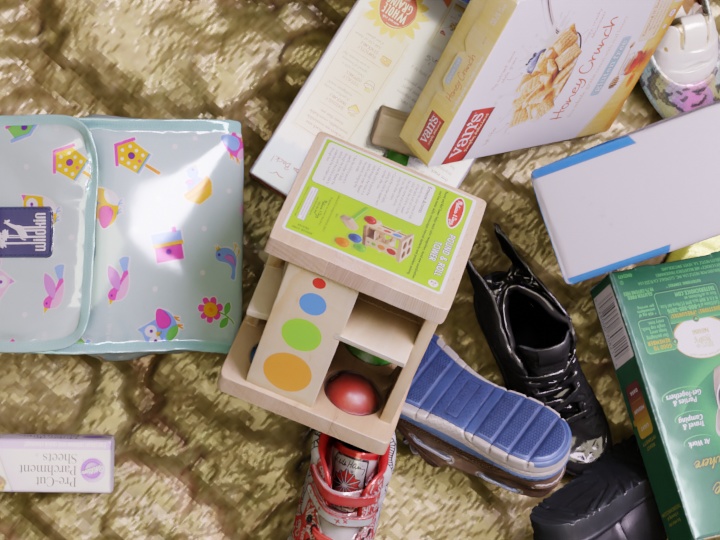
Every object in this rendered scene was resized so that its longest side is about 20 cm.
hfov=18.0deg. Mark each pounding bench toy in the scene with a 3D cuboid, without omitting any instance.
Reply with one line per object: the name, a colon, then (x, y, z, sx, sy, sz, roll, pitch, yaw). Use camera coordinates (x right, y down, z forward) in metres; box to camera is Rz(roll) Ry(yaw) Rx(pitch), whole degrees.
pounding bench toy: (0.000, 0.000, 1.555, 0.124, 0.200, 0.156, 22, 130, 0)

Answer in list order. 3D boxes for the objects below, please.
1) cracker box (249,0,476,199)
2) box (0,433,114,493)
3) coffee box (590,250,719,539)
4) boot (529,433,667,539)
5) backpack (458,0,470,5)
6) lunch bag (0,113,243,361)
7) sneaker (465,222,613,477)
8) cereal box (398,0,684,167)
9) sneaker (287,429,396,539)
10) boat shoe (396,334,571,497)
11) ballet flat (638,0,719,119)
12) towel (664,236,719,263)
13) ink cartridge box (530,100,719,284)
cracker box: (0.027, -0.118, 1.634, 0.134, 0.058, 0.200, 33, 88, -4)
box: (-0.276, 0.137, 1.628, 0.199, 0.039, 0.042, 2, 91, -3)
coffee box: (0.246, 0.090, 1.597, 0.122, 0.044, 0.201, -10, 73, -24)
boot: (0.204, 0.214, 1.635, 0.198, 0.073, 0.163, -28, 114, -33)
backpack: (0.089, -0.268, 1.556, 0.200, 0.190, 0.154, 39, 102, 17)
lunch bag: (-0.186, -0.023, 1.574, 0.199, 0.122, 0.171, 2, 89, -22)
sneaker: (0.126, 0.062, 1.618, 0.060, 0.104, 0.200, -28, 92, -5)
cereal box: (0.130, -0.147, 1.557, 0.040, 0.199, 0.144, 47, 129, 25)
sneaker: (-0.023, 0.187, 1.579, 0.067, 0.108, 0.202, 15, 68, 4)
boat shoe: (0.056, 0.104, 1.623, 0.200, 0.073, 0.072, 32, 55, 22)
ballet flat: (0.224, -0.198, 1.637, 0.069, 0.071, 0.201, -14, 92, -16)
towel: (0.288, -0.037, 1.673, 0.086, 0.018, 0.201, 29, 90, 2)
ink cartridge box: (0.216, -0.062, 1.559, 0.145, 0.200, 0.085, -20, 91, 20)
